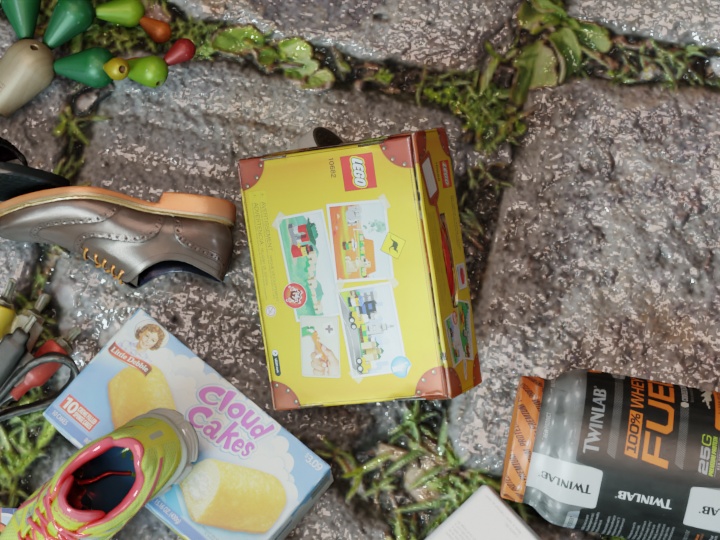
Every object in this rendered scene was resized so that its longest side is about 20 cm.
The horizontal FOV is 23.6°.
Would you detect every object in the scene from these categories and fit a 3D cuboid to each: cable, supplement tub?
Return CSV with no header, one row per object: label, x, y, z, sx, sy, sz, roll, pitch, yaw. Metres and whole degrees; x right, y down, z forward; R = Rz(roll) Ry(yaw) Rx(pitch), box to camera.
cable,-0.300,0.109,1.378,0.097,0.050,0.200,37,88,-6
supplement tub,0.212,0.143,1.310,0.200,0.123,0.123,9,73,3

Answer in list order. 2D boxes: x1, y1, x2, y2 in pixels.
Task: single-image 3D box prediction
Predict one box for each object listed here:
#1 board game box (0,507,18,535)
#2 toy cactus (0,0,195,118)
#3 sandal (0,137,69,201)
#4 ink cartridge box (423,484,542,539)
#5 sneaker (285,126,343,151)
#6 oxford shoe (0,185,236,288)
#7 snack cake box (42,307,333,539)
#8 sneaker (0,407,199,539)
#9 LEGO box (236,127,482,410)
board game box,-0.321,0.280,1.316,0.135,0.034,0.200,3,73,1
toy cactus,-0.253,-0.198,1.444,0.200,0.102,0.165,40,87,3
sandal,-0.337,-0.091,1.410,0.200,0.075,0.048,6,77,3
ink cartridge box,0.078,0.287,1.311,0.200,0.057,0.163,-43,77,-3
sneaker,-0.003,-0.015,1.402,0.085,0.073,0.200,-39,83,25
oxford shoe,-0.202,-0.025,1.394,0.200,0.071,0.073,2,78,1
snack cake box,-0.132,0.138,1.343,0.200,0.067,0.115,38,78,11
sneaker,-0.211,0.176,1.264,0.078,0.090,0.200,45,101,10
LEGO box,0.000,0.000,1.319,0.149,0.077,0.200,-6,95,23
